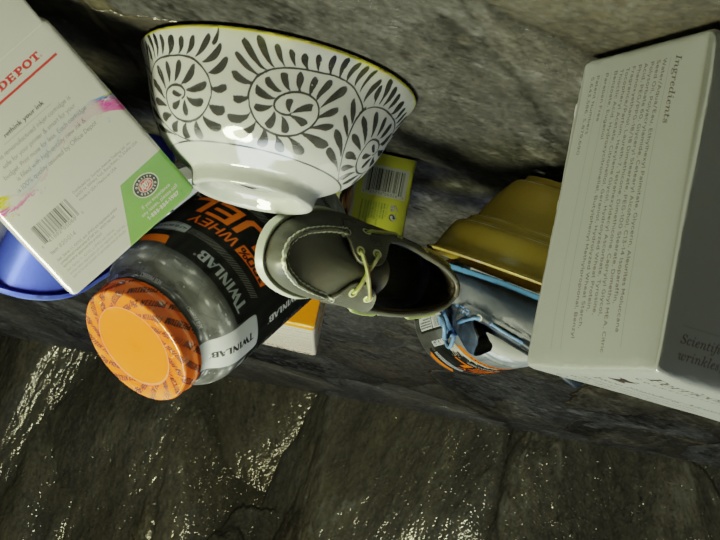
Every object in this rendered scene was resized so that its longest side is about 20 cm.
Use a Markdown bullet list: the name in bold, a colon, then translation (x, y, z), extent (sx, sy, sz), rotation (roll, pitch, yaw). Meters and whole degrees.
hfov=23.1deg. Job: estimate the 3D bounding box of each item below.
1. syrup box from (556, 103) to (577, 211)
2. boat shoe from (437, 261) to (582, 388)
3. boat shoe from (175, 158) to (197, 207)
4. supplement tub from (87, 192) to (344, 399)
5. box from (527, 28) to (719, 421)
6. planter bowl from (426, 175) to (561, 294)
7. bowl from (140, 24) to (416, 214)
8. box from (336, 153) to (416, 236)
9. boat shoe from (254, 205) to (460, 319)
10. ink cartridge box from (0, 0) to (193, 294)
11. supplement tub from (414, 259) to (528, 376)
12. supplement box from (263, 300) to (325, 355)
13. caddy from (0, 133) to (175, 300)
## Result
- **syrup box**: translation (0.232, -0.049, 1.199), extent (0.200, 0.079, 0.081), rotation (20, 167, -40)
- **boat shoe**: translation (0.102, 0.039, 1.455), extent (0.200, 0.069, 0.084), rotation (20, 179, 27)
- **boat shoe**: translation (-0.159, -0.080, 1.528), extent (0.200, 0.070, 0.071), rotation (-16, 146, 12)
- **supplement tub**: translation (-0.109, 0.004, 1.355), extent (0.122, 0.200, 0.123), rotation (23, 135, 26)
- **box**: translation (0.230, -0.013, 1.051), extent (0.199, 0.201, 0.131), rotation (17, 170, -26)
- **planter bowl**: translation (0.159, -0.021, 1.383), extent (0.200, 0.084, 0.200), rotation (21, 180, 0)
- **bowl**: translation (-0.067, -0.096, 1.250), extent (0.200, 0.094, 0.201), rotation (11, 171, 2)
- **box**: translation (0.003, -0.046, 1.512), extent (0.050, 0.075, 0.200), rotation (11, 169, -5)
- **boat shoe**: translation (0.001, -0.003, 1.331), extent (0.060, 0.072, 0.202), rotation (18, -177, 37)
- **ink cartridge box**: translation (-0.226, -0.096, 1.220), extent (0.200, 0.117, 0.067), rotation (50, 175, -21)
- **supplement tub**: translation (0.124, 0.038, 1.700), extent (0.122, 0.123, 0.200), rotation (14, 170, -11)
- **supplement box**: translation (-0.067, 0.004, 1.722), extent (0.073, 0.126, 0.200), rotation (11, 169, 1)
- **caddy**: translation (-0.237, -0.055, 1.369), extent (0.141, 0.105, 0.200), rotation (38, -141, 14)
